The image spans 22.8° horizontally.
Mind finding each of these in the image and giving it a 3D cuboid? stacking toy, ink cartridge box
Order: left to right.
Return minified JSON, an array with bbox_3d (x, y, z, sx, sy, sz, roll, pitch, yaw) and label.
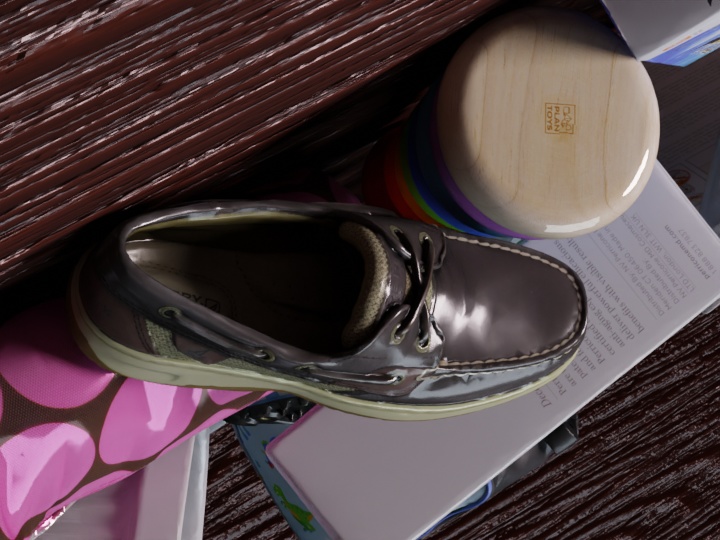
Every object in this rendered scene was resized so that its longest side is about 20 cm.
[{"bbox_3d":[0.046,-0.043,0.733,0.085,0.086,0.200,-29,-179,-16],"label":"stacking toy"},{"bbox_3d":[0.190,-0.067,0.960,0.160,0.047,0.200,-28,-144,-13],"label":"ink cartridge box"}]

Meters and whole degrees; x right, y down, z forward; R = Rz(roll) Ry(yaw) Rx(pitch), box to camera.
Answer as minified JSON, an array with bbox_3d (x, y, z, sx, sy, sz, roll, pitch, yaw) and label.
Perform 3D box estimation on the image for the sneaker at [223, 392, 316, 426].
[{"bbox_3d":[-0.056,0.051,1.012,0.072,0.073,0.200,4,179,-27],"label":"sneaker"}]

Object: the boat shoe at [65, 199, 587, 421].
[{"bbox_3d":[-0.003,0.013,0.644,0.199,0.074,0.065,0,163,-19],"label":"boat shoe"}]

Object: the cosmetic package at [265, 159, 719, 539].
[{"bbox_3d":[0.061,0.039,0.770,0.200,0.071,0.101,-38,176,2],"label":"cosmetic package"}]

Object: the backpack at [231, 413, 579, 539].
[{"bbox_3d":[0.005,0.074,1.147,0.147,0.201,0.183,-27,173,-37],"label":"backpack"}]

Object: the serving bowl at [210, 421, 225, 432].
[{"bbox_3d":[-0.185,0.111,1.181,0.199,0.066,0.200,-27,173,-3],"label":"serving bowl"}]

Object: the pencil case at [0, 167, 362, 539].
[{"bbox_3d":[-0.080,0.038,0.697,0.199,0.094,0.091,-27,-162,-23],"label":"pencil case"}]

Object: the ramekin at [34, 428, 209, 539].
[{"bbox_3d":[-0.128,0.141,0.792,0.104,0.201,0.200,6,176,-2],"label":"ramekin"}]

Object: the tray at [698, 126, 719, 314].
[{"bbox_3d":[0.191,-0.086,0.829,0.107,0.022,0.201,116,-7,-67],"label":"tray"}]

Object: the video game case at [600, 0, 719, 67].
[{"bbox_3d":[0.184,-0.141,0.686,0.181,0.046,0.200,-29,178,16],"label":"video game case"}]

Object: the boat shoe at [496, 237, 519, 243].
[{"bbox_3d":[0.076,-0.064,0.873,0.091,0.071,0.200,-59,179,-29],"label":"boat shoe"}]
